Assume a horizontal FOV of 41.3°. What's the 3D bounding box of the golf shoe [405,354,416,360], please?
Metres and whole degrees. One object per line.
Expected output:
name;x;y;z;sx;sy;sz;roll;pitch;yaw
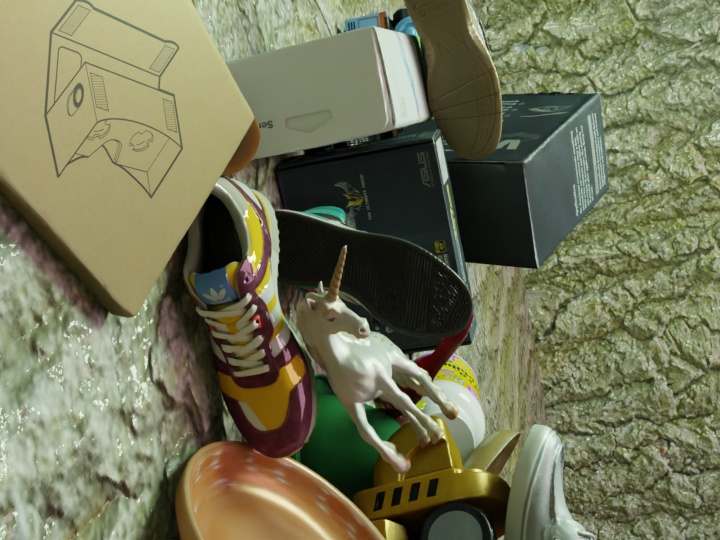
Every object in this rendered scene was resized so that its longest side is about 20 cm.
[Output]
golf shoe;0.046;0.069;1.141;0.199;0.071;0.095;9;79;-64

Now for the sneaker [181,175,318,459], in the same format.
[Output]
sneaker;-0.087;0.034;0.674;0.090;0.073;0.204;18;55;-73

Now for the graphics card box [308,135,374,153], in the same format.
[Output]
graphics card box;-0.015;-0.112;1.039;0.125;0.050;0.205;-32;114;-72

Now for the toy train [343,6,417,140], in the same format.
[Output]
toy train;0.042;-0.222;1.181;0.087;0.112;0.205;24;59;-75

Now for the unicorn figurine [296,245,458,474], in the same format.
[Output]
unicorn figurine;0.009;0.075;0.708;0.138;0.074;0.200;48;-5;7

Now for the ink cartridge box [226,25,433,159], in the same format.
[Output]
ink cartridge box;-0.022;-0.159;0.862;0.200;0.142;0.086;-38;116;-72

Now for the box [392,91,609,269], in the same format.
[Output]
box;0.140;-0.104;1.035;0.199;0.193;0.120;-39;125;-44

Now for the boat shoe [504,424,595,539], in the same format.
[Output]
boat shoe;0.148;0.224;0.732;0.070;0.070;0.206;33;63;-65

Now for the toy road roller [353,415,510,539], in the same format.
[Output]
toy road roller;0.031;0.212;0.788;0.124;0.196;0.148;63;15;-50

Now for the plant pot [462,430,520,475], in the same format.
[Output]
plant pot;0.109;0.253;1.051;0.200;0.027;0.201;-47;161;-22

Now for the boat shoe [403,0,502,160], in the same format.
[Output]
boat shoe;0.090;-0.206;0.896;0.203;0.071;0.065;67;24;-20

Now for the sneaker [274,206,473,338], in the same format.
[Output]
sneaker;0.000;0.000;0.829;0.121;0.196;0.085;-68;180;-84

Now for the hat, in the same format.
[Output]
hat;0.042;0.166;0.869;0.201;0.172;0.169;56;30;-57

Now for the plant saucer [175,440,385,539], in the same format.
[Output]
plant saucer;-0.043;0.197;0.634;0.199;0.038;0.201;37;13;-10

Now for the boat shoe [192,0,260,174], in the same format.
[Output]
boat shoe;-0.133;-0.143;0.619;0.070;0.070;0.201;46;-12;37

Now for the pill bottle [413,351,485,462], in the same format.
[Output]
pill bottle;0.095;0.171;1.138;0.200;0.102;0.107;-74;153;-78

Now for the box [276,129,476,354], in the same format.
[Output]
box;0.018;-0.020;0.913;0.051;0.154;0.204;-54;134;-67

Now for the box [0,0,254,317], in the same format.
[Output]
box;-0.139;-0.094;0.529;0.166;0.021;0.201;-63;149;-25

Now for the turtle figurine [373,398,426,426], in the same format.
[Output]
turtle figurine;0.028;0.190;1.001;0.201;0.063;0.165;-93;-173;-69
